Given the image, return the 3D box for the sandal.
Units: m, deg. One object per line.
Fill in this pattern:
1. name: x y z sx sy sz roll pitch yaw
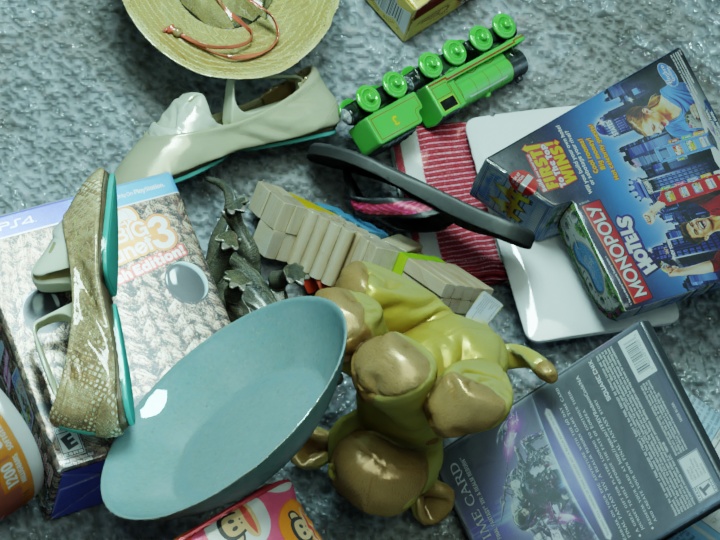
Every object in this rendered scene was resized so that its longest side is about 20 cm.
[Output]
1. sandal: 0.038 -0.048 1.713 0.199 0.075 0.045 25 92 22

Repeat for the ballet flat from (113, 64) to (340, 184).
1. ballet flat: -0.108 -0.115 1.728 0.199 0.070 0.070 -19 69 -28

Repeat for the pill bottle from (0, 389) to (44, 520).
1. pill bottle: -0.323 0.157 1.514 0.200 0.112 0.112 -35 76 -26

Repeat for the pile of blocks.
1. pile of blocks: 0.000 0.000 1.709 0.199 0.082 0.062 27 104 17

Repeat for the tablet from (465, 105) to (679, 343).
1. tablet: 0.166 -0.040 1.765 0.129 0.014 0.201 -7 64 -16

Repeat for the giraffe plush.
1. giraffe plush: 0.025 0.103 1.593 0.172 0.163 0.200 37 22 22

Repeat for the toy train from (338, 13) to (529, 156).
1. toy train: 0.064 -0.148 1.792 0.200 0.042 0.057 -30 88 -35

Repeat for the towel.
1. towel: 0.129 -0.058 1.785 0.199 0.023 0.145 -4 64 -15

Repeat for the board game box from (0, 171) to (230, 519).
1. board game box: -0.181 0.053 1.610 0.159 0.097 0.201 -16 69 -21

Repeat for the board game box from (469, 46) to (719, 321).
1. board game box: 0.198 -0.055 1.737 0.199 0.062 0.201 -16 68 -18

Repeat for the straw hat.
1. straw hat: -0.112 -0.225 1.775 0.200 0.085 0.202 4 68 -10

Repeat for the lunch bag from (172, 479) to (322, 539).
1. lunch bag: -0.120 0.222 1.479 0.176 0.200 0.082 -28 80 -24

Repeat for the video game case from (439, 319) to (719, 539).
1. video game case: 0.157 0.148 1.608 0.019 0.200 0.143 8 52 -56

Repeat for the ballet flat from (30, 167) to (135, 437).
1. ballet flat: -0.194 0.020 1.532 0.065 0.071 0.201 -6 61 -1

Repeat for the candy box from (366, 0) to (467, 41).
1. candy box: 0.019 -0.301 1.863 0.116 0.057 0.200 -35 75 -25

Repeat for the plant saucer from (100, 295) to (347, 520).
1. plant saucer: -0.081 0.100 1.470 0.039 0.201 0.201 52 58 -25

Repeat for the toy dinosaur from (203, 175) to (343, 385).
1. toy dinosaur: -0.090 0.014 1.658 0.077 0.103 0.200 -19 55 -32

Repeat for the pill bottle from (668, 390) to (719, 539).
1. pill bottle: 0.262 0.170 1.652 0.200 0.109 0.109 36 61 5
